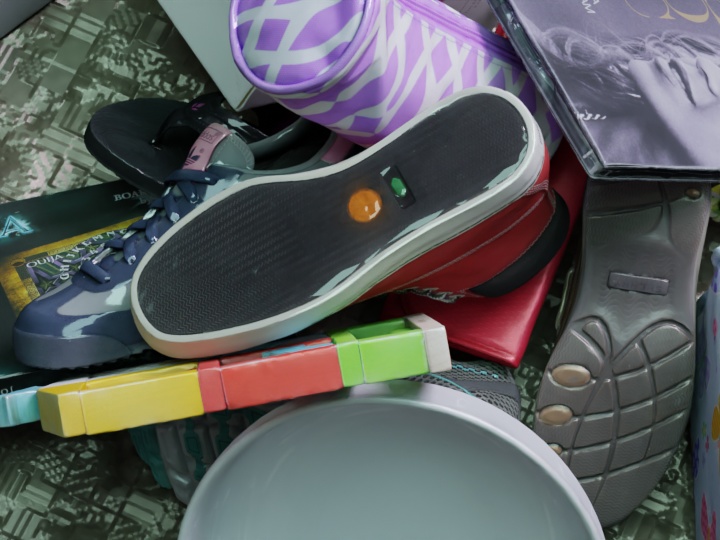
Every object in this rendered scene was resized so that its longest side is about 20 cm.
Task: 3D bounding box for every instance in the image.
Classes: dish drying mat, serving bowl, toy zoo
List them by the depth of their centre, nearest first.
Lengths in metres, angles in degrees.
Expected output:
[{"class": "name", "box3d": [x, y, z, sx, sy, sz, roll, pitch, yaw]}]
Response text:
[{"class": "toy zoo", "box3d": [-0.063, 0.048, 1.271, 0.199, 0.131, 0.021, -10, 92, -3]}, {"class": "serving bowl", "box3d": [0.019, 0.133, 1.304, 0.199, 0.201, 0.066, 13, 26, 4]}, {"class": "dish drying mat", "box3d": [0.078, -0.054, 1.397, 0.077, 0.018, 0.201, 17, 73, 20]}]

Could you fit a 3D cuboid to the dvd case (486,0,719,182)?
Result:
[{"class": "dvd case", "box3d": [0.146, -0.103, 1.358, 0.199, 0.016, 0.149, 0, 53, -44]}]

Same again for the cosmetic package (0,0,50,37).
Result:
[{"class": "cosmetic package", "box3d": [-0.240, -0.158, 1.464, 0.200, 0.081, 0.113, -36, 72, -18]}]

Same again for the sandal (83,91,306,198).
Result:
[{"class": "sandal", "box3d": [-0.037, -0.059, 1.413, 0.200, 0.048, 0.075, 12, 34, -16]}]

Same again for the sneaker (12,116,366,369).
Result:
[{"class": "sneaker", "box3d": [-0.081, -0.023, 1.328, 0.200, 0.082, 0.070, -27, 28, -26]}]

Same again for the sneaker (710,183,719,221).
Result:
[{"class": "sneaker", "box3d": [0.168, -0.060, 1.437, 0.199, 0.075, 0.077, -11, 62, -6]}]

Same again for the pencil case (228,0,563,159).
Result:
[{"class": "pencil case", "box3d": [0.024, -0.093, 1.311, 0.085, 0.200, 0.084, -25, 66, 27]}]

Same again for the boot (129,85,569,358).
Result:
[{"class": "boot", "box3d": [0.000, 0.000, 1.306, 0.199, 0.144, 0.073, -24, 68, 2]}]

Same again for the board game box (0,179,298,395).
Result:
[{"class": "board game box", "box3d": [-0.141, 0.011, 1.389, 0.199, 0.028, 0.135, -11, 40, -7]}]

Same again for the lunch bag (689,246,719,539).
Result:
[{"class": "lunch bag", "box3d": [0.261, 0.077, 1.351, 0.199, 0.127, 0.170, 2, 70, -4]}]

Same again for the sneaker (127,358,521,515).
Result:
[{"class": "sneaker", "box3d": [-0.013, 0.073, 1.379, 0.199, 0.078, 0.091, 4, 26, 15]}]

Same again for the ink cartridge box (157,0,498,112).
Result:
[{"class": "ink cartridge box", "box3d": [-0.016, -0.175, 1.410, 0.200, 0.125, 0.129, -16, 62, -44]}]

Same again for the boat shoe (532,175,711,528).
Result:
[{"class": "boat shoe", "box3d": [0.129, 0.026, 1.380, 0.075, 0.072, 0.201, 14, 98, 3]}]
